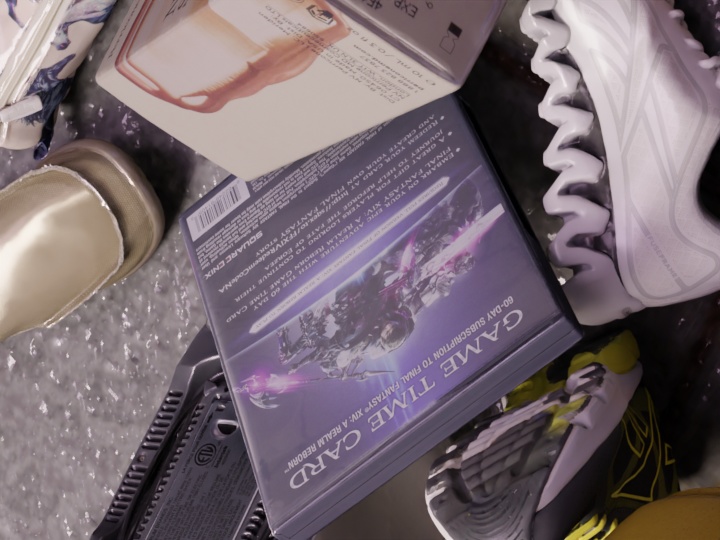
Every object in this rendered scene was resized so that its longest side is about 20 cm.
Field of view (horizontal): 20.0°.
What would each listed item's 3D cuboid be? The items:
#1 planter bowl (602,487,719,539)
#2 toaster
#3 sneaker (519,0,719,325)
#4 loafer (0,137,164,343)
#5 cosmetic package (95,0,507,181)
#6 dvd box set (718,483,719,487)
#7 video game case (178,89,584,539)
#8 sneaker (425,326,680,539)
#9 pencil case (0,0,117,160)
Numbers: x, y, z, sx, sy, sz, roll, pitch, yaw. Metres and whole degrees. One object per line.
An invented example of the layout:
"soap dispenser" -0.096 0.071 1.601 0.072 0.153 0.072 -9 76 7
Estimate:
"planter bowl" 0.137 0.128 0.693 0.200 0.200 0.084 2 63 38
"toaster" -0.031 0.121 0.874 0.113 0.200 0.129 1 145 38
"sneaker" 0.107 -0.082 0.804 0.081 0.075 0.201 -8 91 18
"loafer" -0.173 0.000 1.026 0.200 0.068 0.076 -30 102 44
"cosmetic package" -0.019 -0.113 0.808 0.087 0.104 0.200 32 159 -18
"dvd box set" 0.189 0.118 0.757 0.146 0.029 0.201 49 137 37
"video game case" 0.000 0.000 0.833 0.143 0.019 0.200 -37 41 14
"sneaker" 0.088 0.082 0.777 0.074 0.200 0.085 -28 94 23
"pencil case" -0.146 -0.146 0.974 0.200 0.078 0.090 -56 39 32
